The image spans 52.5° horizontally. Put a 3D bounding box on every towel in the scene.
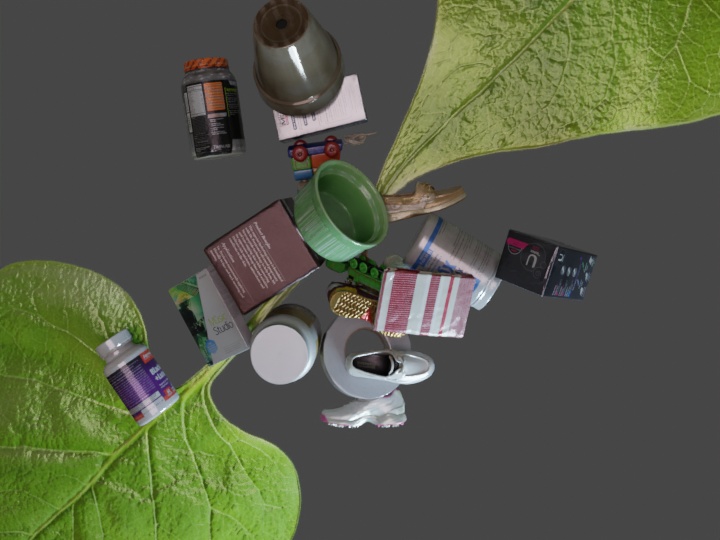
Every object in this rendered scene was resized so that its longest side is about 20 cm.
[{"bbox_3d":[0.132,0.068,1.514,0.195,0.023,0.147,5,115,-10],"label":"towel"}]

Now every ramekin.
[{"bbox_3d":[-0.045,-0.118,1.517,0.097,0.200,0.201,-34,96,38],"label":"ramekin"}]

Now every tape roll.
[{"bbox_3d":[0.011,0.180,1.614,0.196,0.066,0.205,1,83,-10],"label":"tape roll"}]

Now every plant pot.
[{"bbox_3d":[-0.141,-0.447,1.483,0.195,0.174,0.204,-3,72,9],"label":"plant pot"}]

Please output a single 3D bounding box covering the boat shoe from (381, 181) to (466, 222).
[{"bbox_3d":[0.131,-0.159,1.591,0.196,0.074,0.071,-15,101,4],"label":"boat shoe"}]

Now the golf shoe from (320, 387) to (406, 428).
[{"bbox_3d":[0.006,0.311,1.665,0.195,0.075,0.094,-1,87,-3],"label":"golf shoe"}]

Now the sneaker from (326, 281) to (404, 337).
[{"bbox_3d":[0.020,0.074,1.559,0.197,0.090,0.076,26,107,-21],"label":"sneaker"}]

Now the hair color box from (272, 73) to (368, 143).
[{"bbox_3d":[-0.089,-0.350,1.583,0.196,0.061,0.102,-13,94,4],"label":"hair color box"}]

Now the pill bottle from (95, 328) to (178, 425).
[{"bbox_3d":[-0.509,0.237,1.654,0.110,0.111,0.202,-32,95,6],"label":"pill bottle"}]

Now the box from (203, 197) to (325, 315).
[{"bbox_3d":[-0.201,-0.035,1.577,0.198,0.164,0.168,-30,94,6],"label":"box"}]

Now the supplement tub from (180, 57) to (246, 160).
[{"bbox_3d":[-0.316,-0.343,1.565,0.120,0.123,0.205,-6,96,4],"label":"supplement tub"}]

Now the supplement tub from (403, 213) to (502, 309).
[{"bbox_3d":[0.203,-0.021,1.577,0.198,0.132,0.134,30,98,0],"label":"supplement tub"}]

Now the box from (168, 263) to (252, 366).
[{"bbox_3d":[-0.333,0.103,1.636,0.143,0.036,0.203,-25,94,34],"label":"box"}]

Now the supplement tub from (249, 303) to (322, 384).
[{"bbox_3d":[-0.161,0.158,1.582,0.141,0.200,0.148,0,97,3],"label":"supplement tub"}]

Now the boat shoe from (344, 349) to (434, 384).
[{"bbox_3d":[0.066,0.200,1.553,0.195,0.066,0.074,9,80,-9],"label":"boat shoe"}]

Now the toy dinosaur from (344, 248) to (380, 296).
[{"bbox_3d":[0.017,0.020,1.599,0.057,0.100,0.204,-18,90,-36],"label":"toy dinosaur"}]

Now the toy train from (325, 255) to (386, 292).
[{"bbox_3d":[0.000,0.000,1.565,0.198,0.041,0.058,26,119,36],"label":"toy train"}]

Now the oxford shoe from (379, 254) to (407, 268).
[{"bbox_3d":[0.108,0.052,1.631,0.201,0.057,0.075,54,52,-12],"label":"oxford shoe"}]

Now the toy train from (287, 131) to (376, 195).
[{"bbox_3d":[-0.055,-0.230,1.594,0.195,0.085,0.118,-8,111,-1],"label":"toy train"}]

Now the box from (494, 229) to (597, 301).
[{"bbox_3d":[0.389,-0.009,1.522,0.121,0.198,0.108,23,101,39],"label":"box"}]
